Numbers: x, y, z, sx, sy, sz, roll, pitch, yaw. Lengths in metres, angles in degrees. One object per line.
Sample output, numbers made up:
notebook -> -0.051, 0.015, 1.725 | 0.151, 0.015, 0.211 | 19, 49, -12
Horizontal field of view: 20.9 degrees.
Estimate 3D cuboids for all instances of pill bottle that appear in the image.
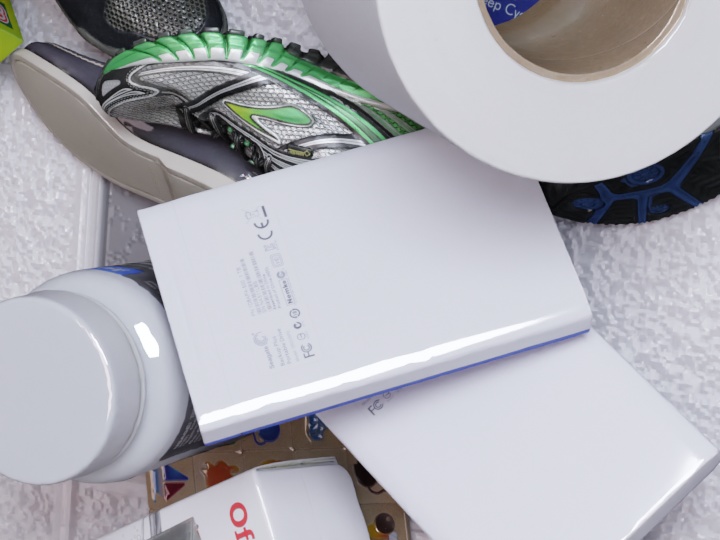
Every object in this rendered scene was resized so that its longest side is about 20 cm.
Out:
pill bottle -> -0.124, 0.052, 1.053 | 0.114, 0.200, 0.114 | 2, 95, 22

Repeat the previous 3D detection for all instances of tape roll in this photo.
tape roll -> 0.081, -0.153, 0.921 | 0.203, 0.139, 0.203 | -5, 106, -17

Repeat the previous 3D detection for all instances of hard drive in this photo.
hard drive -> 0.000, 0.000, 0.989 | 0.200, 0.025, 0.132 | -16, 61, -6
hard drive -> 0.066, 0.071, 1.001 | 0.132, 0.025, 0.200 | -44, 66, -2

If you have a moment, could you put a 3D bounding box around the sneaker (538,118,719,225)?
sneaker -> 0.172, -0.088, 1.006 | 0.200, 0.076, 0.077 | -28, 57, 24

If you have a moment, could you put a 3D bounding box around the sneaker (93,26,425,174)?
sneaker -> -0.047, -0.080, 1.055 | 0.200, 0.078, 0.085 | 10, 83, 4

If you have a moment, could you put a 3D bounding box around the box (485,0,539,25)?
box -> 0.092, -0.194, 1.043 | 0.121, 0.032, 0.200 | 25, 102, 19

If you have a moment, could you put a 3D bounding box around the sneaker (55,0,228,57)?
sneaker -> -0.156, -0.196, 1.098 | 0.076, 0.114, 0.199 | -40, 78, -10

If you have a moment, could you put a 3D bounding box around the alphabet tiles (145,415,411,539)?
alphabet tiles -> -0.053, 0.104, 1.140 | 0.167, 0.008, 0.200 | -4, 92, 23

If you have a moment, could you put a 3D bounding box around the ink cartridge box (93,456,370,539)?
ink cartridge box -> -0.087, 0.205, 1.094 | 0.200, 0.083, 0.147 | -28, 73, 31

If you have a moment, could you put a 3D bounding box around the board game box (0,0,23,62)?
board game box -> -0.299, -0.122, 1.183 | 0.200, 0.048, 0.102 | -37, 55, 21

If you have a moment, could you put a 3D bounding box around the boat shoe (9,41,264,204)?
boat shoe -> -0.117, -0.084, 1.136 | 0.200, 0.073, 0.063 | 32, 63, 23
